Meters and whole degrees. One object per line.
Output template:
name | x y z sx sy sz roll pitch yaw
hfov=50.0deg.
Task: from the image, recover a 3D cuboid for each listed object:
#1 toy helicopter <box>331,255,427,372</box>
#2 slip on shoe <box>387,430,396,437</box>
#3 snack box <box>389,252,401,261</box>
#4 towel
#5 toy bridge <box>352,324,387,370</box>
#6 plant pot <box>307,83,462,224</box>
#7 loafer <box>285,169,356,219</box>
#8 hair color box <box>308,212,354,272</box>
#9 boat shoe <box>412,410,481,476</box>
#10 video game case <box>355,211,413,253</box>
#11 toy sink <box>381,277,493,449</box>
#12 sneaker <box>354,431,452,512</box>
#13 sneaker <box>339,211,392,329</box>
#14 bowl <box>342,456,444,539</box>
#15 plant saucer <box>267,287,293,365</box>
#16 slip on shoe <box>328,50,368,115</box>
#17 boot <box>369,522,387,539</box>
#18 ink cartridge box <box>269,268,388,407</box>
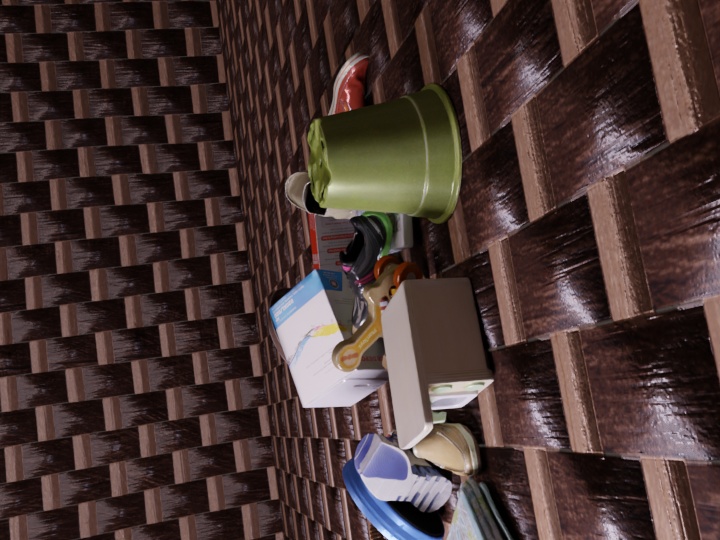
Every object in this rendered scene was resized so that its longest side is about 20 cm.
toy helicopter | 0.035 0.084 1.196 0.133 0.200 0.078 53 163 -27
slip on shoe | 0.070 0.392 1.392 0.074 0.059 0.206 131 133 -71
snack box | 0.046 0.022 1.377 0.118 0.036 0.203 103 155 -47
towel | 0.175 0.412 1.056 0.202 0.047 0.174 -113 20 -45
toy bridge | 0.065 0.140 1.281 0.200 0.066 0.028 45 143 35
plant pot | 0.024 -0.162 1.117 0.200 0.185 0.206 174 90 -73
loafer | -0.084 -0.143 1.421 0.198 0.067 0.078 20 107 47
hair color box | -0.043 -0.076 1.527 0.064 0.108 0.206 177 87 -74
boat shoe | 0.114 0.264 1.158 0.200 0.074 0.074 180 84 -74
video game case | 0.034 -0.130 1.314 0.181 0.023 0.206 166 102 -65
toy sink | 0.107 0.130 1.073 0.131 0.109 0.205 117 149 -62
sneaker | 0.048 0.300 1.204 0.081 0.198 0.115 -52 39 0
sneaker | 0.000 0.000 1.272 0.076 0.082 0.206 -149 61 -61
bowl | 0.057 0.371 1.246 0.040 0.199 0.201 -49 29 8
plant saucer | -0.114 0.128 1.499 0.032 0.198 0.204 -33 54 25
slip on shoe | -0.016 -0.311 1.420 0.061 0.074 0.202 37 137 17
boot | 0.065 0.560 1.461 0.202 0.073 0.109 -114 19 -44
ink cartridge box | -0.046 0.127 1.408 0.144 0.146 0.204 -37 63 29
